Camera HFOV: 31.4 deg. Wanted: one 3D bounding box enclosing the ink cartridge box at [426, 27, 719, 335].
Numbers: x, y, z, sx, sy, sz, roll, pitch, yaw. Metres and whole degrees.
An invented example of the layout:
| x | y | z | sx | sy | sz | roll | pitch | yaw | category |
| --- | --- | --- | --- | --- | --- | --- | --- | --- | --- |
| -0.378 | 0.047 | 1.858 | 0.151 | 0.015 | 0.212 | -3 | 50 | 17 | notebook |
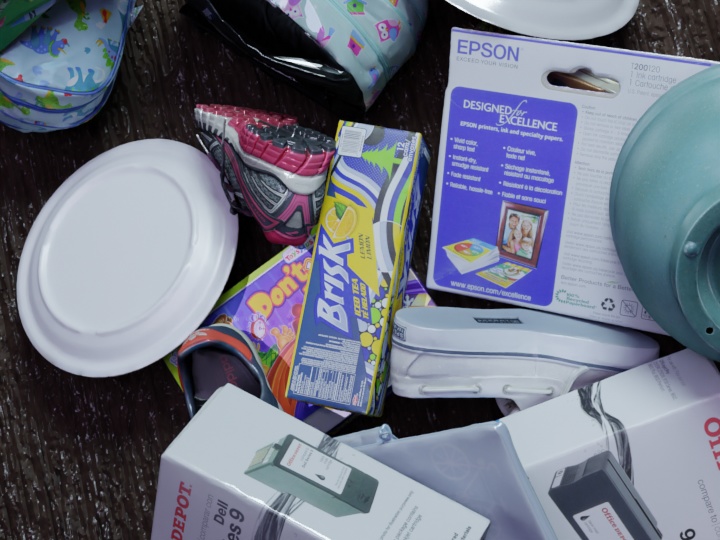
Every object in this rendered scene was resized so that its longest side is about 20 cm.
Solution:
| x | y | z | sx | sy | sz | roll | pitch | yaw | category |
| --- | --- | --- | --- | --- | --- | --- | --- | --- | --- |
| 0.153 | -0.066 | 0.918 | 0.195 | 0.043 | 0.203 | 11 | 114 | 16 | ink cartridge box |

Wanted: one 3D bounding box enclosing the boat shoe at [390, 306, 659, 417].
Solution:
| x | y | z | sx | sy | sz | roll | pitch | yaw | category |
| --- | --- | --- | --- | --- | --- | --- | --- | --- | --- |
| 0.116 | 0.079 | 0.923 | 0.199 | 0.075 | 0.087 | 3 | 106 | -15 | boat shoe |

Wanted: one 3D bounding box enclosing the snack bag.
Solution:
| x | y | z | sx | sy | sz | roll | pitch | yaw | category |
| --- | --- | --- | --- | --- | --- | --- | --- | --- | --- |
| 0.051 | 0.183 | 0.846 | 0.198 | 0.021 | 0.190 | -17 | 107 | 36 | snack bag |

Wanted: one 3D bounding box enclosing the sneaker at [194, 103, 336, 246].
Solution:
| x | y | z | sx | sy | sz | roll | pitch | yaw | category |
| --- | --- | --- | --- | --- | --- | --- | --- | --- | --- |
| -0.080 | -0.078 | 0.949 | 0.080 | 0.200 | 0.076 | 5 | 105 | -20 | sneaker |

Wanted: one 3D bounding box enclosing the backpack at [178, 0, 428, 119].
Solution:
| x | y | z | sx | sy | sz | roll | pitch | yaw | category |
| --- | --- | --- | --- | --- | --- | --- | --- | --- | --- |
| -0.049 | -0.211 | 0.974 | 0.199 | 0.167 | 0.127 | 37 | 88 | 7 | backpack |

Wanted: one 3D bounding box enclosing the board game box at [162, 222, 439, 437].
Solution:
| x | y | z | sx | sy | sz | roll | pitch | yaw | category |
| --- | --- | --- | --- | --- | --- | --- | --- | --- | --- |
| -0.040 | 0.057 | 0.984 | 0.199 | 0.045 | 0.135 | -36 | 76 | 4 | board game box |

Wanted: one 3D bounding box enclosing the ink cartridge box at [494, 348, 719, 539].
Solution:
| x | y | z | sx | sy | sz | roll | pitch | yaw | category |
| --- | --- | --- | --- | --- | --- | --- | --- | --- | --- |
| 0.172 | 0.160 | 0.878 | 0.198 | 0.084 | 0.146 | -22 | 107 | 7 | ink cartridge box |

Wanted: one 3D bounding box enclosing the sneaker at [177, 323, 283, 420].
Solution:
| x | y | z | sx | sy | sz | roll | pitch | yaw | category |
| --- | --- | --- | --- | --- | --- | --- | --- | --- | --- |
| -0.076 | 0.132 | 0.912 | 0.074 | 0.084 | 0.201 | -33 | 83 | 5 | sneaker |

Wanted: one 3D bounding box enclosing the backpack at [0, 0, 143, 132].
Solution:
| x | y | z | sx | sy | sz | roll | pitch | yaw | category |
| --- | --- | --- | --- | --- | --- | --- | --- | --- | --- |
| -0.253 | -0.210 | 1.017 | 0.153 | 0.162 | 0.203 | 24 | 101 | 56 | backpack |

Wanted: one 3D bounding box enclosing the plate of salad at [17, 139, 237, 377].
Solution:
| x | y | z | sx | sy | sz | roll | pitch | yaw | category |
| --- | --- | --- | --- | --- | --- | --- | --- | --- | --- |
| -0.181 | -0.009 | 1.011 | 0.197 | 0.048 | 0.203 | -10 | 62 | 19 | plate of salad |

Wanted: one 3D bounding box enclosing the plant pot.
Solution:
| x | y | z | sx | sy | sz | roll | pitch | yaw | category |
| --- | --- | --- | --- | --- | --- | --- | --- | --- | --- |
| 0.255 | -0.020 | 0.807 | 0.197 | 0.134 | 0.203 | 4 | 112 | 11 | plant pot |

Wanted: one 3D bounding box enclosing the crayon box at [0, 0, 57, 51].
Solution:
| x | y | z | sx | sy | sz | roll | pitch | yaw | category |
| --- | --- | --- | --- | --- | --- | --- | --- | --- | --- |
| -0.254 | -0.248 | 0.913 | 0.199 | 0.058 | 0.119 | -38 | 78 | 11 | crayon box |

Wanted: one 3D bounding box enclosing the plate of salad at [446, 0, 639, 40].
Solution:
| x | y | z | sx | sy | sz | roll | pitch | yaw | category |
| --- | --- | --- | --- | --- | --- | --- | --- | --- | --- |
| 0.111 | -0.229 | 0.952 | 0.197 | 0.048 | 0.202 | 11 | 46 | -11 | plate of salad |

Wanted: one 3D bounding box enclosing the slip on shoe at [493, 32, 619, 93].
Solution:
| x | y | z | sx | sy | sz | roll | pitch | yaw | category |
| --- | --- | --- | --- | --- | --- | --- | --- | --- | --- |
| 0.165 | -0.116 | 0.958 | 0.198 | 0.061 | 0.077 | 29 | 119 | 15 | slip on shoe |

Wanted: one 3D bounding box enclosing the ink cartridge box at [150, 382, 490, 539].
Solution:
| x | y | z | sx | sy | sz | roll | pitch | yaw | category |
| --- | --- | --- | --- | --- | --- | --- | --- | --- | --- |
| -0.035 | 0.187 | 0.828 | 0.198 | 0.084 | 0.147 | 25 | 128 | 14 | ink cartridge box |

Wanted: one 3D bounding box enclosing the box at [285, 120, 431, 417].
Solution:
| x | y | z | sx | sy | sz | roll | pitch | yaw | category |
| --- | --- | --- | --- | --- | --- | --- | --- | --- | --- |
| 0.000 | 0.000 | 0.924 | 0.063 | 0.070 | 0.203 | 10 | 84 | 10 | box |
